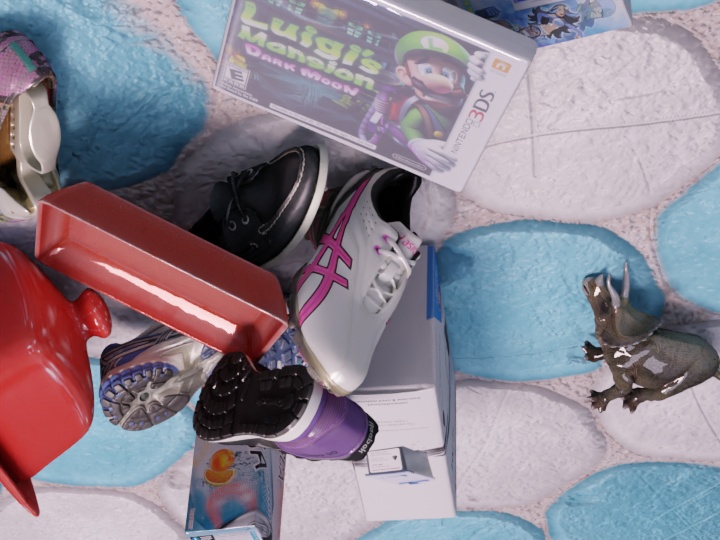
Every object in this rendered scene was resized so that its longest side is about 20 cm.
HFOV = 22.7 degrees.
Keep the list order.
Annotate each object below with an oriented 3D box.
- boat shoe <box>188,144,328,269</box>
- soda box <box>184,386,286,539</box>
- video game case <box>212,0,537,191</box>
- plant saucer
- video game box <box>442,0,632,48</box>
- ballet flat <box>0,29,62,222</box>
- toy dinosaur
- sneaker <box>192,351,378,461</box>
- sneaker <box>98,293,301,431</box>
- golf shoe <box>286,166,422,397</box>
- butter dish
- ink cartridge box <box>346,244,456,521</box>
[{"bbox_3d":[-0.090,-0.043,1.379,0.066,0.075,0.199,16,153,-22],"label":"boat shoe"},{"bbox_3d":[-0.101,0.151,1.526,0.063,0.201,0.069,-8,140,13],"label":"soda box"},{"bbox_3d":[0.003,-0.139,1.225,0.199,0.023,0.182,23,151,-1],"label":"video game case"},{"bbox_3d":[-0.150,0.000,1.366,0.199,0.037,0.200,27,165,-4],"label":"plant saucer"},{"bbox_3d":[0.064,-0.218,1.169,0.181,0.047,0.200,-10,141,20],"label":"video game box"},{"bbox_3d":[-0.248,-0.087,1.323,0.069,0.071,0.201,-28,149,-27],"label":"ballet flat"},{"bbox_3d":[0.254,0.079,1.521,0.199,0.077,0.102,26,143,-24],"label":"toy dinosaur"},{"bbox_3d":[-0.059,0.118,1.387,0.087,0.076,0.200,31,169,-26],"label":"sneaker"},{"bbox_3d":[-0.133,0.056,1.514,0.199,0.085,0.077,-20,130,-7],"label":"sneaker"},{"bbox_3d":[0.000,0.000,1.327,0.092,0.201,0.073,-26,131,33],"label":"golf shoe"},{"bbox_3d":[-0.273,0.062,1.463,0.147,0.200,0.200,-26,140,-2],"label":"butter dish"},{"bbox_3d":[0.032,0.096,1.494,0.085,0.147,0.200,-4,142,8],"label":"ink cartridge box"}]
